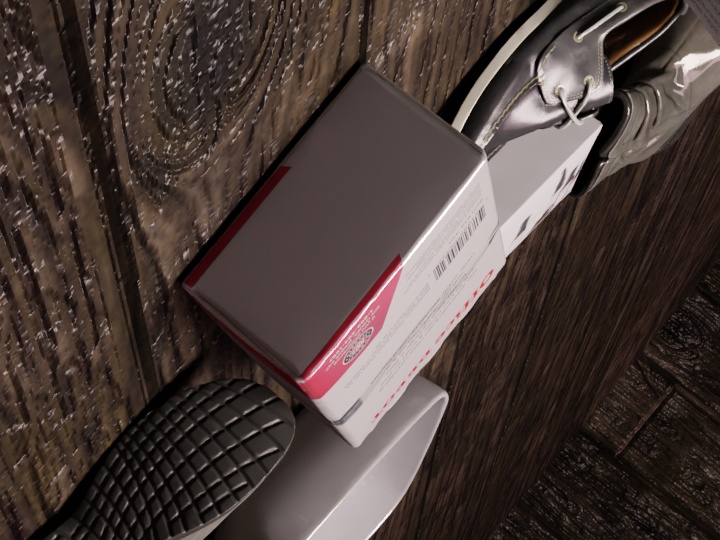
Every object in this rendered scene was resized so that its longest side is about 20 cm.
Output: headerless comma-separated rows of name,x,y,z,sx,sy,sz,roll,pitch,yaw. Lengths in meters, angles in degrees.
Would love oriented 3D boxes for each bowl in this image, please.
bowl,-0.033,0.162,1.269,0.200,0.075,0.200,-44,163,-31

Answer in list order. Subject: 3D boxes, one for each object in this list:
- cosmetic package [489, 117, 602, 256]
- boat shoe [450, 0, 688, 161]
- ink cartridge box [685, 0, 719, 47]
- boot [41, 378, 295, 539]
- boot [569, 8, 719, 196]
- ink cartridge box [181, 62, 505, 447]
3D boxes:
cosmetic package,0.080,-0.032,1.202,0.200,0.051,0.083,-44,163,-31
boat shoe,0.120,-0.119,1.083,0.200,0.068,0.072,-46,167,-19
ink cartridge box,0.178,-0.219,0.831,0.084,0.145,0.200,-29,161,-12
boot,-0.120,0.143,0.988,0.200,0.068,0.131,-42,169,-11
boot,0.225,-0.142,1.345,0.130,0.068,0.200,-31,156,-47
ink cartridge box,0.000,0.000,0.948,0.145,0.084,0.200,-51,165,-6
